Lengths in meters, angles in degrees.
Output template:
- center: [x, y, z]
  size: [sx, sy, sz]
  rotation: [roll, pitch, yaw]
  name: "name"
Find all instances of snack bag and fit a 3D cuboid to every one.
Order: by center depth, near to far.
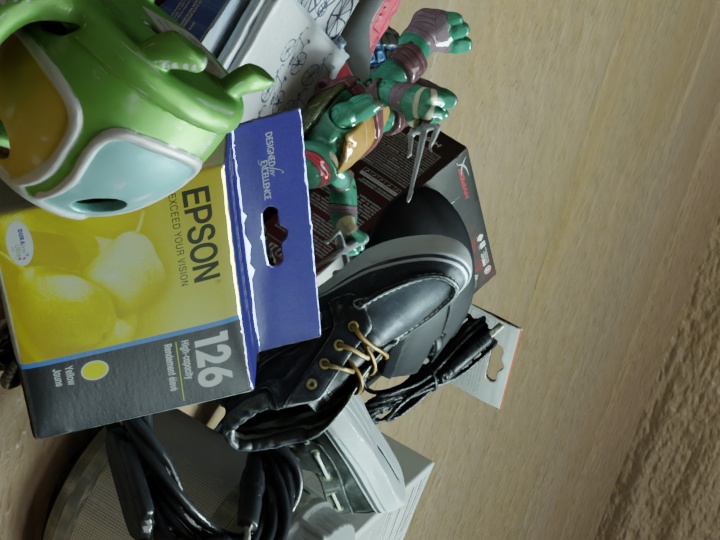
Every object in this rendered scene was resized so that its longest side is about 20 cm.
- center: [-0.035, -0.169, 1.436]
  size: [0.201, 0.021, 0.189]
  rotation: [-61, 165, -3]
  name: "snack bag"

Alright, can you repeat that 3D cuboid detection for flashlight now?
- center: [0.013, -0.186, 1.626]
  size: [0.201, 0.068, 0.068]
  rotation: [-58, 162, -11]
  name: "flashlight"

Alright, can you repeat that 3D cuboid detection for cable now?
- center: [-0.109, 0.110, 1.476]
  size: [0.163, 0.201, 0.051]
  rotation: [0, 156, -47]
  name: "cable"

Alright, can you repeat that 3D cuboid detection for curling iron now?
- center: [-0.192, 0.043, 1.445]
  size: [0.050, 0.025, 0.200]
  rotation: [-64, 164, 16]
  name: "curling iron"

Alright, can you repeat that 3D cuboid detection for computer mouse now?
- center: [0.054, 0.027, 1.593]
  size: [0.138, 0.053, 0.201]
  rotation: [-35, 139, -25]
  name: "computer mouse"

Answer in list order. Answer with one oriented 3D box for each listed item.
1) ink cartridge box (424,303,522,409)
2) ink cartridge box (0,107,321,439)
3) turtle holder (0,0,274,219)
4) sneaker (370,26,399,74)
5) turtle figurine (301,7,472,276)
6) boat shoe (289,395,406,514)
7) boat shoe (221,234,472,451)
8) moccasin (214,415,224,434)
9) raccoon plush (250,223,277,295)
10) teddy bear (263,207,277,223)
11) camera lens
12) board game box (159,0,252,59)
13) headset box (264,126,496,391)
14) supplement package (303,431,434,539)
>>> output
- center: [0.056, 0.026, 1.855]
  size: [0.050, 0.199, 0.109]
  rotation: [-47, 158, -40]
  name: "ink cartridge box"
- center: [-0.121, 0.007, 1.318]
  size: [0.199, 0.047, 0.198]
  rotation: [-12, 134, -8]
  name: "ink cartridge box"
- center: [-0.148, -0.097, 1.166]
  size: [0.132, 0.141, 0.185]
  rotation: [-48, 176, 13]
  name: "turtle holder"
- center: [-0.008, -0.101, 1.716]
  size: [0.075, 0.086, 0.201]
  rotation: [-2, 101, -36]
  name: "sneaker"
- center: [0.006, -0.094, 1.477]
  size: [0.200, 0.101, 0.150]
  rotation: [-52, 180, -42]
  name: "turtle figurine"
- center: [-0.028, 0.124, 1.580]
  size: [0.072, 0.071, 0.200]
  rotation: [-101, 168, -47]
  name: "boat shoe"
- center: [-0.009, 0.054, 1.442]
  size: [0.071, 0.200, 0.091]
  rotation: [43, 30, -41]
  name: "boat shoe"
- center: [-0.078, 0.088, 1.796]
  size: [0.201, 0.068, 0.081]
  rotation: [-59, 156, -15]
  name: "moccasin"
- center: [-0.125, 0.007, 1.434]
  size: [0.133, 0.097, 0.200]
  rotation: [-20, 158, -5]
  name: "raccoon plush"
- center: [-0.084, 0.003, 1.635]
  size: [0.145, 0.067, 0.201]
  rotation: [-17, 132, -64]
  name: "teddy bear"
- center: [-0.124, 0.203, 1.593]
  size: [0.160, 0.199, 0.160]
  rotation: [-54, 163, -25]
  name: "camera lens"
- center: [-0.082, -0.152, 1.435]
  size: [0.201, 0.043, 0.199]
  rotation: [-58, 164, -16]
  name: "board game box"
- center: [0.000, 0.000, 1.620]
  size: [0.200, 0.075, 0.149]
  rotation: [-40, 141, -21]
  name: "headset box"
- center: [-0.059, 0.232, 1.922]
  size: [0.200, 0.151, 0.151]
  rotation: [-33, 148, -59]
  name: "supplement package"
